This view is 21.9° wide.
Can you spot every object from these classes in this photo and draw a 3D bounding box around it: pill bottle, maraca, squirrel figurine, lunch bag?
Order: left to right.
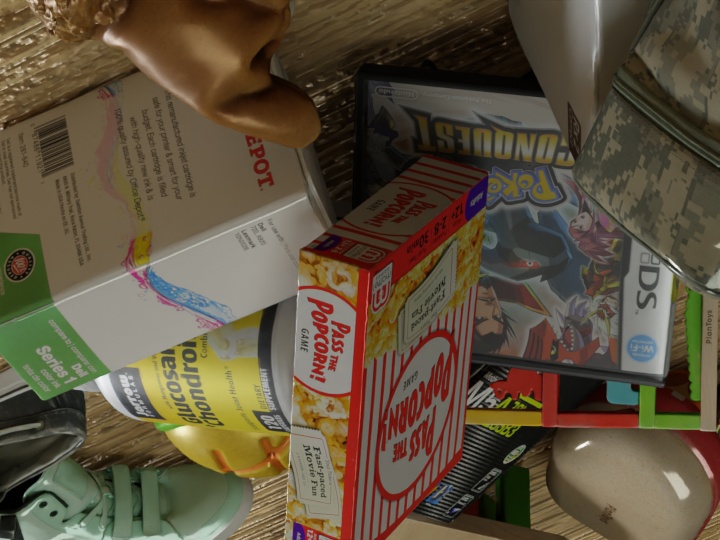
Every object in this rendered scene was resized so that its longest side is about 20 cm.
[{"bbox_3d":[-0.096,0.041,1.145,0.200,0.112,0.112,2,150,31],"label":"pill bottle"},{"bbox_3d":[-0.071,-0.190,0.923,0.200,0.142,0.187,14,125,-36],"label":"squirrel figurine"},{"bbox_3d":[-0.044,0.080,1.267,0.200,0.107,0.137,-13,179,-26],"label":"maraca"},{"bbox_3d":[0.227,-0.077,0.894,0.200,0.139,0.168,9,116,-31],"label":"lunch bag"}]

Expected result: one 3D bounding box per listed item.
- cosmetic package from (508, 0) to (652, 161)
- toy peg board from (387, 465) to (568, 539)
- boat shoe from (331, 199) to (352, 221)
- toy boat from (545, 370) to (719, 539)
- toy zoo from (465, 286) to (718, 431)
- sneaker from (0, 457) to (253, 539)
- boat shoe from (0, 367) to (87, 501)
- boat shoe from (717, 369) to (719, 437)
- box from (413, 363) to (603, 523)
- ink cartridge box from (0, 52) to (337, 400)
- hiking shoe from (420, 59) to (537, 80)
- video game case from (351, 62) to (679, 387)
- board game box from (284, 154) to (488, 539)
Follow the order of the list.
[{"bbox_3d":[0.194,-0.172,1.009,0.200,0.165,0.165,-13,139,-5],"label":"cosmetic package"},{"bbox_3d":[0.039,0.227,1.496,0.199,0.098,0.200,14,133,-11],"label":"toy peg board"},{"bbox_3d":[0.000,0.002,1.219,0.199,0.068,0.074,0,137,-20],"label":"boat shoe"},{"bbox_3d":[0.225,0.132,1.422,0.131,0.130,0.200,-55,168,-18],"label":"toy boat"},{"bbox_3d":[0.123,0.033,1.168,0.200,0.131,0.020,0,180,11],"label":"toy zoo"},{"bbox_3d":[-0.180,0.166,1.337,0.200,0.074,0.118,-13,147,-1],"label":"sneaker"},{"bbox_3d":[-0.271,0.130,1.270,0.200,0.071,0.072,-33,138,19],"label":"boat shoe"},{"bbox_3d":[0.322,0.077,1.427,0.072,0.060,0.200,10,134,-29],"label":"boat shoe"},{"bbox_3d":[0.087,0.087,1.287,0.193,0.048,0.200,-41,155,8],"label":"box"},{"bbox_3d":[-0.120,-0.035,1.073,0.200,0.145,0.084,-22,141,6],"label":"ink cartridge box"},{"bbox_3d":[0.130,-0.078,1.129,0.200,0.076,0.101,6,135,11],"label":"hiking shoe"},{"bbox_3d":[0.093,-0.026,1.116,0.200,0.026,0.181,7,115,11],"label":"video game case"},{"bbox_3d":[0.015,0.053,1.069,0.046,0.151,0.200,17,121,23],"label":"board game box"}]
